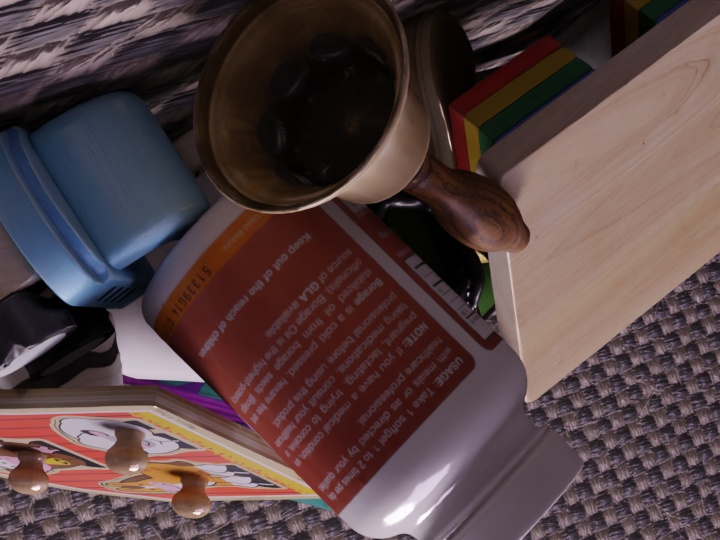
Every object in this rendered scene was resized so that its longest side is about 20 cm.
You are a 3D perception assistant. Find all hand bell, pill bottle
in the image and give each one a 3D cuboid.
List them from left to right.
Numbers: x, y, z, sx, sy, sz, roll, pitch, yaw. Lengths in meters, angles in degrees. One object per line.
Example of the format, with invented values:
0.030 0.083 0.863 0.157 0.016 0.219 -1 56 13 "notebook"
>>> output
0.003 0.049 0.853 0.112 0.200 0.112 -45 174 -6 "pill bottle"
0.025 -0.046 0.828 0.104 0.105 0.200 -24 153 24 "hand bell"

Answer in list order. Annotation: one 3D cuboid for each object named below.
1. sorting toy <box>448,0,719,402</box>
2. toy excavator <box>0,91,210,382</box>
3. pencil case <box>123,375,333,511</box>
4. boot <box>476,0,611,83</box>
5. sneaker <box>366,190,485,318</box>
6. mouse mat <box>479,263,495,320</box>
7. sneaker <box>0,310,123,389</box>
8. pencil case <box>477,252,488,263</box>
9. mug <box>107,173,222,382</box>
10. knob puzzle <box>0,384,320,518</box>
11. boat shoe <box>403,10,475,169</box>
0.135 -0.059 1.011 0.199 0.070 0.200 -37 145 -17 "sorting toy"
-0.097 -0.042 0.866 0.199 0.100 0.194 -33 175 5 "toy excavator"
-0.071 0.088 1.094 0.199 0.086 0.092 7 173 33 "pencil case"
0.121 -0.120 1.105 0.181 0.073 0.200 -30 -175 -30 "boot"
0.033 0.027 0.976 0.073 0.201 0.087 -24 -162 -6 "sneaker"
0.089 -0.034 1.396 0.161 0.008 0.200 -45 -152 0 "mouse mat"
-0.202 0.033 1.024 0.199 0.081 0.074 18 -151 30 "sneaker"
0.015 -0.014 1.372 0.199 0.083 0.091 -24 -146 34 "pencil case"
-0.075 0.000 1.051 0.152 0.151 0.186 -8 170 26 "mug"
-0.133 0.098 0.910 0.217 0.031 0.220 6 162 2 "knob puzzle"
0.030 -0.076 1.027 0.064 0.072 0.200 5 155 10 "boat shoe"
